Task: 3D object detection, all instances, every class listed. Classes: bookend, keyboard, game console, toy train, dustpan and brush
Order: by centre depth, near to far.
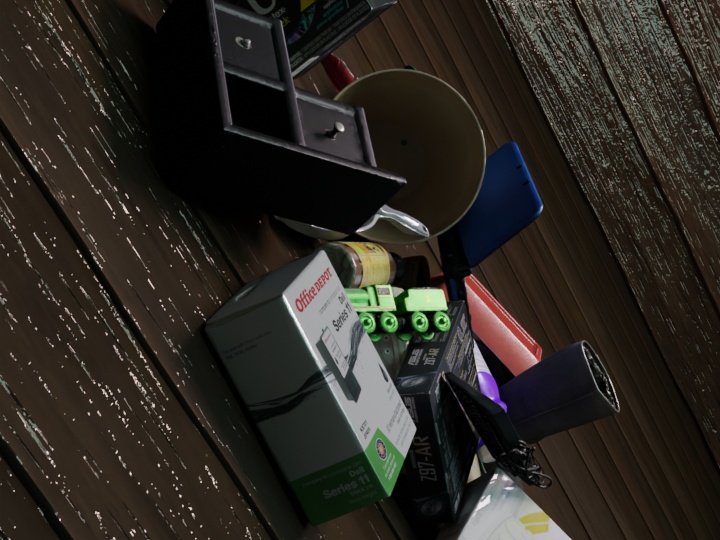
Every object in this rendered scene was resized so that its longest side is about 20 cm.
[{"bbox_3d":[-0.078,-0.156,1.092,0.200,0.092,0.199,14,50,-35],"label":"bookend"},{"bbox_3d":[0.009,0.042,1.170,0.200,0.042,0.057,2,68,-37],"label":"toy train"},{"bbox_3d":[0.141,0.184,1.220,0.104,0.040,0.200,32,-15,35],"label":"keyboard"},{"bbox_3d":[-0.008,-0.074,1.275,0.200,0.057,0.140,33,37,-34],"label":"dustpan and brush"},{"bbox_3d":[0.153,-0.032,1.382,0.200,0.118,0.171,-95,174,-60],"label":"game console"}]

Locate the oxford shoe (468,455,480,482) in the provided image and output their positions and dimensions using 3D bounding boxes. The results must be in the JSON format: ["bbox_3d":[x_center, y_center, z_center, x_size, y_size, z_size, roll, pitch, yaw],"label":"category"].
[{"bbox_3d":[0.147,0.283,1.327,0.071,0.074,0.200,41,31,-51],"label":"oxford shoe"}]

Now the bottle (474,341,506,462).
[{"bbox_3d":[0.128,0.136,1.423,0.084,0.065,0.200,31,31,-63],"label":"bottle"}]

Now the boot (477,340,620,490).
[{"bbox_3d":[0.231,0.200,1.453,0.182,0.200,0.073,64,19,-8],"label":"boot"}]

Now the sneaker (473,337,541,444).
[{"bbox_3d":[0.169,0.144,1.562,0.199,0.076,0.114,40,8,-25],"label":"sneaker"}]

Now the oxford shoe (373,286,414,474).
[{"bbox_3d":[0.031,0.119,1.248,0.075,0.058,0.201,-4,86,-76],"label":"oxford shoe"}]

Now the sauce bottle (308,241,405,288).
[{"bbox_3d":[0.000,0.000,1.284,0.065,0.065,0.200,69,17,6],"label":"sauce bottle"}]

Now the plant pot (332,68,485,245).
[{"bbox_3d":[0.039,-0.131,1.383,0.134,0.200,0.201,-157,-138,-85],"label":"plant pot"}]

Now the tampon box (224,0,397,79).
[{"bbox_3d":[-0.086,-0.323,1.244,0.200,0.150,0.126,53,20,-5],"label":"tampon box"}]

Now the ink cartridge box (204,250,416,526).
[{"bbox_3d":[-0.039,0.099,1.031,0.200,0.083,0.147,62,19,-10],"label":"ink cartridge box"}]

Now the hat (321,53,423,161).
[{"bbox_3d":[-0.020,-0.197,1.510,0.166,0.176,0.201,168,-77,-73],"label":"hat"}]

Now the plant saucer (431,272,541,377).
[{"bbox_3d":[0.180,0.069,1.579,0.200,0.037,0.200,48,9,5],"label":"plant saucer"}]

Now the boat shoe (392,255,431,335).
[{"bbox_3d":[0.069,0.068,1.375,0.074,0.069,0.200,38,35,-55],"label":"boat shoe"}]

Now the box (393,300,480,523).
[{"bbox_3d":[0.088,0.148,1.251,0.200,0.043,0.161,-61,143,-59],"label":"box"}]

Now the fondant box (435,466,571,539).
[{"bbox_3d":[0.170,0.327,1.213,0.200,0.058,0.144,46,43,-6],"label":"fondant box"}]
